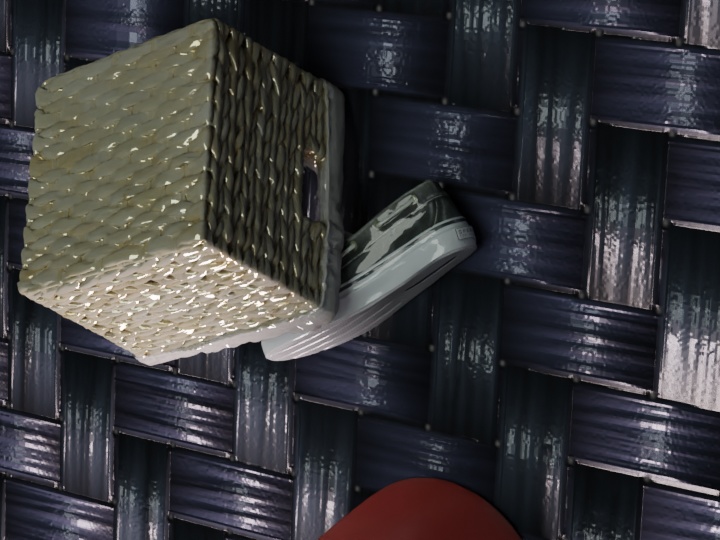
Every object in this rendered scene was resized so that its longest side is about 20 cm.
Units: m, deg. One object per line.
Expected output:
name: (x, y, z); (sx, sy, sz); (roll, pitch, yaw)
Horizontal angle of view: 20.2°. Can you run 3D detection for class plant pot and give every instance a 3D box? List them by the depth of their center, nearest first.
plant pot: (0.015, 0.272, 1.507); (0.199, 0.177, 0.203); (6, 101, 33)

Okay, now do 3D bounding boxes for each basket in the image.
basket: (-0.131, -0.057, 1.522); (0.199, 0.160, 0.200); (-14, 63, 33)

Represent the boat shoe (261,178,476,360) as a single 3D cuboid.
boat shoe: (0.000, 0.000, 1.546); (0.199, 0.072, 0.071); (-32, 71, 22)
